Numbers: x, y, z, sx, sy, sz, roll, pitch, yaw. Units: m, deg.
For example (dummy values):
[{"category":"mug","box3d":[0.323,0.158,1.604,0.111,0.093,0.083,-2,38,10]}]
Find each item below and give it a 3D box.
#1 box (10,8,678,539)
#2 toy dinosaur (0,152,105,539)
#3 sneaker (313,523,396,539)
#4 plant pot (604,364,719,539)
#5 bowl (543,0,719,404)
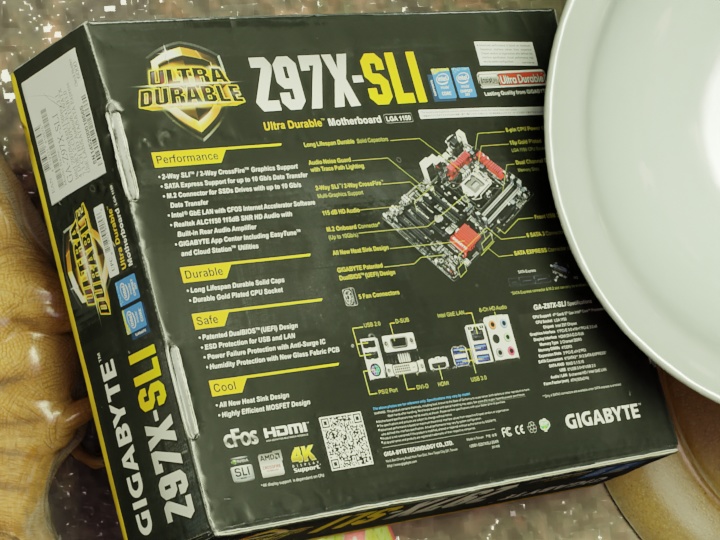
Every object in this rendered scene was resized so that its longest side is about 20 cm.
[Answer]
[{"category":"box","box3d":[0.000,0.000,0.860,0.199,0.049,0.161,-7,75,-40]},{"category":"toy dinosaur","box3d":[-0.106,0.005,0.868,0.106,0.060,0.201,-12,89,-17]},{"category":"sneaker","box3d":[-0.009,0.130,0.881,0.090,0.078,0.202,1,85,-20]},{"category":"plant pot","box3d":[0.173,0.028,0.974,0.199,0.027,0.202,2,85,-19]},{"category":"bowl","box3d":[0.159,-0.050,0.892,0.199,0.090,0.203,0,91,4]}]
